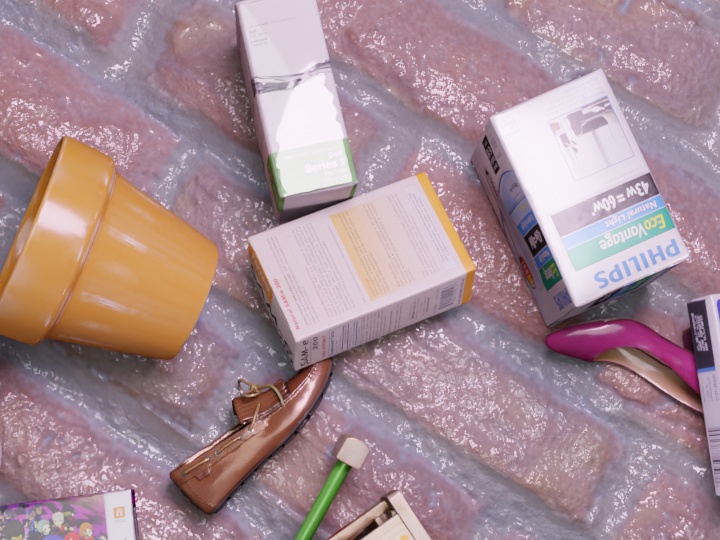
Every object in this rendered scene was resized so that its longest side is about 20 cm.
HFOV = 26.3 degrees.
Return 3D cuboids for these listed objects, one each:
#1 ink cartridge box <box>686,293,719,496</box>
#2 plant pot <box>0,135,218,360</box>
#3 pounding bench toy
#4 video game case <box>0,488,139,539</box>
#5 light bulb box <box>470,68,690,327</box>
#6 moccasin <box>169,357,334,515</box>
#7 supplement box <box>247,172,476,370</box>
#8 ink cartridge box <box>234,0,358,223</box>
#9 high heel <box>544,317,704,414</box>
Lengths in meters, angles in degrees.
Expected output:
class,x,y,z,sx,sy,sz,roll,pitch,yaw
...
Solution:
class,x,y,z,sx,sy,sz,roll,pitch,yaw
ink cartridge box,0.430,0.119,1.582,0.199,0.047,0.200,-2,80,-35
plant pot,-0.246,-0.004,1.513,0.182,0.200,0.202,23,81,-15
pounding bench toy,-0.016,0.280,1.509,0.155,0.124,0.201,-33,85,-7
video game case,-0.314,0.320,1.532,0.198,0.036,0.183,-6,81,-4
light bulb box,0.212,-0.065,1.532,0.124,0.198,0.201,-23,83,-4
moccasin,-0.108,0.151,1.552,0.201,0.074,0.078,-44,94,0
supplement box,0.000,0.000,1.549,0.198,0.074,0.127,-20,65,-12
ink cartridge box,-0.067,-0.163,1.556,0.084,0.146,0.202,-12,83,-6
high heel,0.287,0.102,1.576,0.198,0.067,0.097,1,72,-6
